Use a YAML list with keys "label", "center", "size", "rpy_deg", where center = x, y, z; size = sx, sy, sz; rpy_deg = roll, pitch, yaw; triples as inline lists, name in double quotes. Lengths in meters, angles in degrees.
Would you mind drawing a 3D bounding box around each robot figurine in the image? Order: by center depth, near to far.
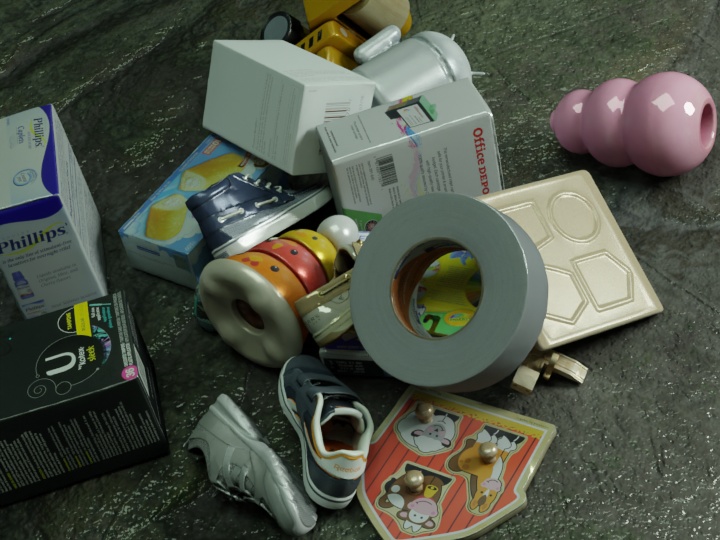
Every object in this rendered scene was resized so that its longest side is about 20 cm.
- label: "robot figurine"
  center: [0.061, -0.235, 1.971]
  size: [0.199, 0.113, 0.170]
  rpy_deg: [-30, 85, -17]

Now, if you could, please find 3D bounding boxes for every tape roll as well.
- label: "tape roll"
  center: [0.090, 0.024, 1.573]
  size: [0.199, 0.066, 0.202]
  rpy_deg: [-6, 77, 26]

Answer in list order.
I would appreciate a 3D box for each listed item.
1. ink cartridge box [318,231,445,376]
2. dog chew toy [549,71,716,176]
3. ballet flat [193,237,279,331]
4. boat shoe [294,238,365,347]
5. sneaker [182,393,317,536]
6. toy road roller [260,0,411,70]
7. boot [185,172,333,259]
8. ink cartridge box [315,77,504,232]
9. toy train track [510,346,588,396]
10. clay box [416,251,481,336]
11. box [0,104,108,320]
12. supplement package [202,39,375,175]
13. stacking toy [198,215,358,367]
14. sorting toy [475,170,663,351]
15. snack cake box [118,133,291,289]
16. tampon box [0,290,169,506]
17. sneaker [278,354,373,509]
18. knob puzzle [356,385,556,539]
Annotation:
- label: "ink cartridge box"
  center: [0.071, 0.038, 1.734]
  size: [0.197, 0.044, 0.201]
  rpy_deg: [2, 46, 16]
- label: "dog chew toy"
  center: [0.324, -0.178, 1.844]
  size: [0.199, 0.125, 0.125]
  rpy_deg: [6, 45, 32]
- label: "ballet flat"
  center: [-0.110, 0.001, 1.804]
  size: [0.199, 0.075, 0.074]
  rpy_deg: [-33, 46, -19]
- label: "boat shoe"
  center: [0.000, 0.000, 1.684]
  size: [0.074, 0.069, 0.200]
  rpy_deg: [-34, 10, 49]
- label: "sneaker"
  center: [-0.114, 0.218, 1.590]
  size: [0.082, 0.075, 0.200]
  rpy_deg: [-44, 44, -2]
- label: "toy road roller"
  center: [-0.025, -0.290, 2.025]
  size: [0.199, 0.123, 0.147]
  rpy_deg: [-32, 54, 25]
- label: "boot"
  center: [-0.118, -0.086, 1.843]
  size: [0.073, 0.091, 0.200]
  rpy_deg: [-27, 4, 45]
- label: "ink cartridge box"
  center: [0.062, -0.127, 1.834]
  size: [0.199, 0.145, 0.084]
  rpy_deg: [-18, 43, -4]
- label: "toy train track"
  center: [0.208, 0.054, 1.663]
  size: [0.114, 0.033, 0.200]
  rpy_deg: [24, 47, 7]
- label: "clay box"
  center: [0.118, 0.009, 1.684]
  size: [0.114, 0.048, 0.200]
  rpy_deg: [10, 48, 29]
- label: "box"
  center: [-0.384, -0.060, 1.843]
  size: [0.104, 0.201, 0.185]
  rpy_deg: [-16, 42, -1]
- label: "supplement package"
  center: [-0.092, -0.207, 1.910]
  size: [0.117, 0.118, 0.200]
  rpy_deg: [-9, 28, -39]
- label: "stacking toy"
  center: [-0.075, 0.000, 1.743]
  size: [0.145, 0.147, 0.200]
  rpy_deg: [20, 49, 32]
- label: "sorting toy"
  center: [0.218, -0.012, 1.660]
  size: [0.199, 0.036, 0.186]
  rpy_deg: [-13, 68, -35]
- label: "snack cake box"
  center: [-0.192, -0.075, 1.906]
  size: [0.114, 0.067, 0.200]
  rpy_deg: [17, 51, 30]
- label: "tampon box"
  center: [-0.328, 0.138, 1.673]
  size: [0.199, 0.127, 0.150]
  rpy_deg: [-17, 42, -3]
- label: "sneaker"
  center: [-0.032, 0.149, 1.604]
  size: [0.078, 0.080, 0.201]
  rpy_deg: [7, 40, -25]
- label: "knob puzzle"
  center: [0.080, 0.204, 1.567]
  size: [0.218, 0.031, 0.221]
  rpy_deg: [-7, 43, 7]
